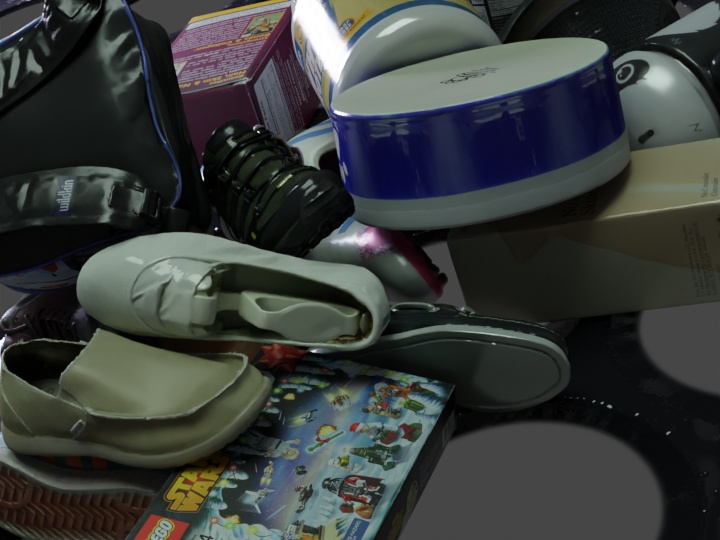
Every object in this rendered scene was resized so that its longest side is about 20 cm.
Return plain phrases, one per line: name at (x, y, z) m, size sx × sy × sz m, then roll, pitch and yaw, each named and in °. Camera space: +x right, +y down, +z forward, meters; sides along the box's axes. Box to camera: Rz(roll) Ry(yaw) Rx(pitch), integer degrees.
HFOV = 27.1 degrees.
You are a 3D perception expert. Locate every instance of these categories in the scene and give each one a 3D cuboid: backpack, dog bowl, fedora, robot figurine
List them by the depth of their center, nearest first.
backpack at (-0.207, -0.077, 1.021) m, size 0.189 × 0.154 × 0.202 m, roll -18°, pitch 72°, yaw 8°
dog bowl at (0.081, -0.097, 1.024) m, size 0.198 × 0.080 × 0.200 m, roll -12°, pitch 16°, yaw 3°
robot figurine at (0.261, -0.132, 1.104) m, size 0.199 × 0.151 × 0.125 m, roll -31°, pitch 43°, yaw -21°
fedora at (0.203, -0.175, 1.227) m, size 0.199 × 0.201 × 0.092 m, roll -27°, pitch 63°, yaw -13°

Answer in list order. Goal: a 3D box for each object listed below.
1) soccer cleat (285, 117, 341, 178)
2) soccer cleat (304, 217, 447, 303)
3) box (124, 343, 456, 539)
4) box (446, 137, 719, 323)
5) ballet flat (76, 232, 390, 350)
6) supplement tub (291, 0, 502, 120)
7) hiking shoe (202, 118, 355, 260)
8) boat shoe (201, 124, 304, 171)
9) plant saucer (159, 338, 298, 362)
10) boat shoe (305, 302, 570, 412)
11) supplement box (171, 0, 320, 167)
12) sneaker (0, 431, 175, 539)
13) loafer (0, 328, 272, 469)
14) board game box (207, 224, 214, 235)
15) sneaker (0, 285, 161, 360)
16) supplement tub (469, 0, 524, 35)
soccer cleat at (0.013, -0.118, 1.306) m, size 0.200 × 0.070 × 0.086 m, roll -39°, pitch 44°, yaw -23°
soccer cleat at (0.000, 0.000, 1.087) m, size 0.086 × 0.070 × 0.200 m, roll -41°, pitch 21°, yaw -2°
box at (-0.038, 0.129, 0.896) m, size 0.135 × 0.040 × 0.200 m, roll 11°, pitch 38°, yaw 19°
box at (0.168, -0.025, 1.026) m, size 0.198 × 0.078 × 0.095 m, roll -8°, pitch 30°, yaw 19°
ballet flat at (-0.076, 0.018, 0.922) m, size 0.198 × 0.070 × 0.070 m, roll 6°, pitch 28°, yaw -9°
supplement tub at (0.025, -0.180, 1.207) m, size 0.143 × 0.146 × 0.201 m, roll -21°, pitch 37°, yaw -4°
hiking shoe at (-0.071, -0.053, 1.017) m, size 0.076 × 0.101 × 0.200 m, roll -40°, pitch 9°, yaw -17°
boat shoe at (-0.080, -0.075, 1.215) m, size 0.073 × 0.072 × 0.200 m, roll -57°, pitch 21°, yaw 7°
plant saucer at (-0.143, 0.067, 1.109) m, size 0.198 × 0.033 × 0.201 m, roll -15°, pitch 28°, yaw 8°
boat shoe at (0.049, 0.049, 0.976) m, size 0.198 × 0.076 × 0.061 m, roll -1°, pitch 39°, yaw 29°
supplement box at (-0.120, -0.170, 1.426) m, size 0.129 × 0.104 × 0.201 m, roll -7°, pitch 30°, yaw 20°
sneaker at (-0.178, 0.132, 0.985) m, size 0.198 × 0.072 × 0.080 m, roll 6°, pitch 36°, yaw 24°
loafer at (-0.148, 0.074, 0.915) m, size 0.198 × 0.069 × 0.076 m, roll -7°, pitch 30°, yaw 25°
board game box at (-0.223, -0.042, 1.208) m, size 0.146 × 0.065 × 0.200 m, roll -10°, pitch -4°, yaw 17°
sneaker at (-0.208, 0.054, 1.078) m, size 0.115 × 0.076 × 0.200 m, roll -26°, pitch 18°, yaw 0°
supplement tub at (0.134, -0.267, 1.336) m, size 0.121 × 0.202 × 0.123 m, roll -14°, pitch 28°, yaw 8°
